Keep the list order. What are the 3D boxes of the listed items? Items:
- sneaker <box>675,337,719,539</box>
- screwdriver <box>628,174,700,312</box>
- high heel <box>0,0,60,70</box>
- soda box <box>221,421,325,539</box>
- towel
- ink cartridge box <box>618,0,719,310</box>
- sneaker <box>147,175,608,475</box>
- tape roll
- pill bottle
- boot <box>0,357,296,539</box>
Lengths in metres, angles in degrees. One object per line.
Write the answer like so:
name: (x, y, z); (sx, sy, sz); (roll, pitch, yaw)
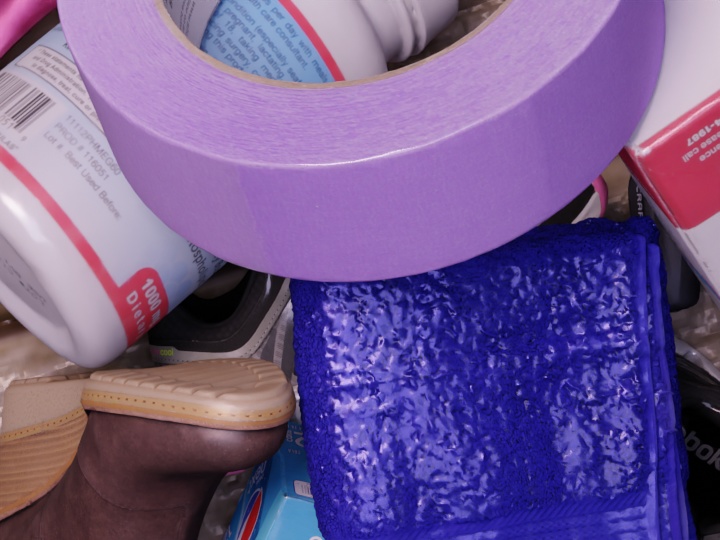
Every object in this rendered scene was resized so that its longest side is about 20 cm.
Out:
sneaker: (0.167, 0.102, 1.013); (0.200, 0.091, 0.067); (38, 101, -1)
screwdriver: (0.115, -0.083, 1.032); (0.028, 0.029, 0.201); (-6, 99, 2)
high heel: (-0.123, -0.074, 1.019); (0.096, 0.067, 0.201); (14, 91, 11)
soda box: (0.048, 0.128, 1.005); (0.199, 0.064, 0.068); (20, 111, -13)
towel: (0.057, 0.085, 0.939); (0.147, 0.050, 0.201); (-8, 90, -16)
ink cartridge box: (0.178, -0.047, 0.955); (0.147, 0.086, 0.200); (-34, 136, 3)
sneaker: (0.000, 0.000, 1.020); (0.199, 0.074, 0.088); (-31, 99, 8)
tape roll: (0.001, -0.095, 0.882); (0.199, 0.066, 0.201); (-6, 55, 9)
pill bottle: (-0.061, -0.065, 0.982); (0.200, 0.109, 0.109); (-41, 92, -16)
boot: (-0.077, 0.120, 0.980); (0.072, 0.200, 0.167); (-5, 88, -32)
